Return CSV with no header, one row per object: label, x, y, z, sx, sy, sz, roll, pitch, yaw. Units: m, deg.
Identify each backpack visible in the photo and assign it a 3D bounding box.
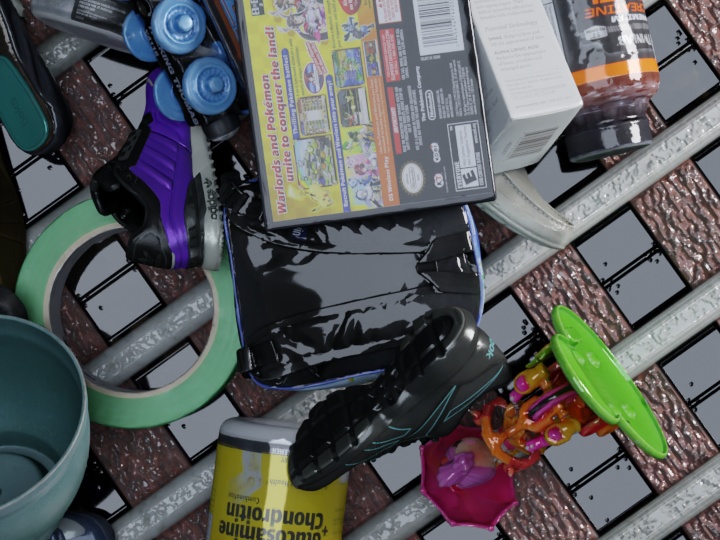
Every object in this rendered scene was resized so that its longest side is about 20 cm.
backpack,0.000,0.000,1.444,0.200,0.147,0.183,-7,91,5

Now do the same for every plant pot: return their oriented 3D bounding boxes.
plant pot,-0.307,0.154,1.428,0.200,0.134,0.200,-3,49,4

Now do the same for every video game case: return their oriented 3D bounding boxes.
video game case,0.002,-0.141,1.366,0.181,0.026,0.200,-8,90,-3

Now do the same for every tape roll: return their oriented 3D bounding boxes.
tape roll,-0.191,0.033,1.502,0.200,0.048,0.201,0,88,3

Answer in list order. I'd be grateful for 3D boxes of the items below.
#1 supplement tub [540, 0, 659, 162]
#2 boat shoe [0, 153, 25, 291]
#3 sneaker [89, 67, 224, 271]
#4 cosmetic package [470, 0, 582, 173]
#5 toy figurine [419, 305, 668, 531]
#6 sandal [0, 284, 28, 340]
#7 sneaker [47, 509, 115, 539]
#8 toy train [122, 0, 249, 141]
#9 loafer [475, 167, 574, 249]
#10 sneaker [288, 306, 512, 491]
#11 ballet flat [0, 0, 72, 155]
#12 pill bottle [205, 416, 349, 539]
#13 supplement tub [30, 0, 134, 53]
supplement tub,0.186,-0.193,1.463,0.107,0.107,0.200,-13,88,2
boat shoe,-0.338,-0.072,1.503,0.063,0.073,0.201,-17,88,14
sneaker,-0.174,-0.087,1.452,0.099,0.070,0.200,-5,57,-14
cosmetic package,0.100,-0.190,1.436,0.074,0.102,0.200,-13,69,-23
toy figurine,0.126,0.139,1.430,0.184,0.200,0.150,-37,75,14
sandal,-0.366,0.017,1.497,0.200,0.075,0.048,10,49,19
sneaker,-0.308,0.247,1.485,0.200,0.082,0.070,-11,88,2
toy train,-0.128,-0.205,1.403,0.114,0.087,0.200,-32,105,-27
loafer,0.104,-0.095,1.481,0.200,0.070,0.070,40,99,4
sneaker,0.030,0.115,1.368,0.200,0.075,0.079,-39,124,19
ballet flat,-0.304,-0.188,1.505,0.073,0.073,0.200,-30,88,2
pill bottle,-0.072,0.225,1.460,0.112,0.112,0.200,6,89,3
supplement tub,-0.190,-0.288,1.474,0.122,0.123,0.200,17,89,3
